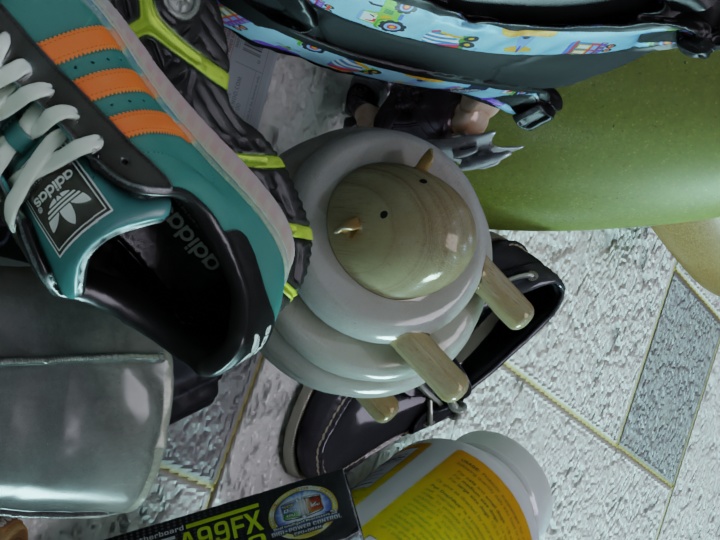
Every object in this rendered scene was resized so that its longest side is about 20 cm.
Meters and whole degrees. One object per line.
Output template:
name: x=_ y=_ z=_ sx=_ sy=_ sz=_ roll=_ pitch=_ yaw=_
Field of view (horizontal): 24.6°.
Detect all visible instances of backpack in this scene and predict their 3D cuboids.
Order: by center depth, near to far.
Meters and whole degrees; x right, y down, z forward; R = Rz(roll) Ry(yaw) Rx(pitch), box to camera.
backpack: x=0.036 y=-0.148 z=0.684 sx=0.199 sy=0.182 sz=0.136 roll=6 pitch=81 yaw=-23

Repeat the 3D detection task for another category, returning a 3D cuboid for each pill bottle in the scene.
pill bottle: x=0.028 y=0.166 z=0.928 sx=0.200 sy=0.109 sz=0.110 roll=-32 pitch=127 yaw=-48

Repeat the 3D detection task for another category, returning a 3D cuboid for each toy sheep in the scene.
toy sheep: x=0.000 y=0.000 z=0.777 sx=0.137 sy=0.200 sz=0.139 roll=6 pitch=74 yaw=-21

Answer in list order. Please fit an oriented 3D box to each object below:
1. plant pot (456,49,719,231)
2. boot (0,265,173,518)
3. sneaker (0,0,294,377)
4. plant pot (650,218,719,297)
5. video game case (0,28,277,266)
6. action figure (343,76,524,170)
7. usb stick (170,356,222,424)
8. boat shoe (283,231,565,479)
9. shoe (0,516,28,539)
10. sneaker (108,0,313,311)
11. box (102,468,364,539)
plant pot: x=0.152 y=-0.098 z=0.939 sx=0.187 sy=0.199 sz=0.189 roll=-28 pitch=125 yaw=-50
boot: x=-0.151 y=0.006 z=0.584 sx=0.199 sy=0.072 sz=0.183 roll=0 pitch=97 yaw=-44
sneaker: x=-0.100 y=-0.043 z=0.569 sx=0.200 sy=0.071 sz=0.080 roll=42 pitch=21 yaw=-17
plant pot: x=0.243 y=-0.102 z=1.125 sx=0.200 sy=0.186 sz=0.188 roll=32 pitch=74 yaw=-42
video game case: x=-0.100 y=-0.088 z=0.716 sx=0.181 sy=0.023 sz=0.202 roll=17 pitch=88 yaw=-58
action figure: x=0.045 y=-0.120 z=0.842 sx=0.069 sy=0.129 sz=0.202 roll=14 pitch=79 yaw=-56
usb stick: x=-0.135 y=0.064 z=0.687 sx=0.200 sy=0.055 sz=0.033 roll=-23 pitch=137 yaw=-52
boat shoe: x=0.039 y=0.051 z=0.930 sx=0.200 sy=0.062 sz=0.073 roll=-41 pitch=139 yaw=-29
shoe: x=-0.186 y=0.188 z=0.666 sx=0.070 sy=0.053 sz=0.202 roll=-21 pitch=127 yaw=-86
sneaker: x=-0.092 y=-0.068 z=0.656 sx=0.075 sy=0.076 sz=0.201 roll=-35 pitch=112 yaw=-42
box: x=-0.059 y=0.198 z=0.774 sx=0.159 sy=0.044 sz=0.201 roll=-17 pitch=127 yaw=-3
